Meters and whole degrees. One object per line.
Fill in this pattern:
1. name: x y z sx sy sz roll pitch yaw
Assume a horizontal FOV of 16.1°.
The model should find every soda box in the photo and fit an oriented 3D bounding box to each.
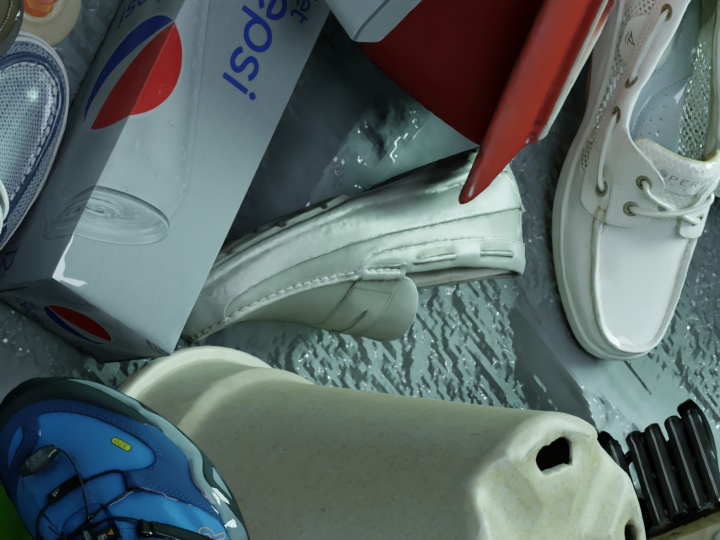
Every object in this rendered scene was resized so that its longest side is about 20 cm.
1. soda box: -0.081 -0.063 1.089 0.068 0.063 0.201 35 67 -28

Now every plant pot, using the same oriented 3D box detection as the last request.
1. plant pot: 0.008 0.126 1.033 0.200 0.183 0.201 9 79 -53

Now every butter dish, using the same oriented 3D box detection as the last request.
1. butter dish: 0.054 -0.167 1.136 0.147 0.200 0.200 25 40 4

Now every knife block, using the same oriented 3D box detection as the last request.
1. knife block: 0.165 0.163 1.186 0.176 0.064 0.201 4 64 -79

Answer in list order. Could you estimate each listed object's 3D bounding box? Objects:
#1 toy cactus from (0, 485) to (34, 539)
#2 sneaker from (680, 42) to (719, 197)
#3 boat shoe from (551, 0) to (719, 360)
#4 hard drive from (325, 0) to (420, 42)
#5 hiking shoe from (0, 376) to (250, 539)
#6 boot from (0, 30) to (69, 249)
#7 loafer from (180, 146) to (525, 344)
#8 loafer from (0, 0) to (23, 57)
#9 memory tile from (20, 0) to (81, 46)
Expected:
1. toy cactus: -0.195 0.166 0.988 0.200 0.102 0.165 -44 130 -32
2. sneaker: 0.221 -0.069 1.314 0.200 0.078 0.099 51 35 -14
3. boat shoe: 0.142 -0.051 1.228 0.071 0.069 0.201 1 99 -26
4. hard drive: -0.009 -0.214 1.060 0.027 0.132 0.200 -4 55 -55
5. hiking shoe: -0.076 0.118 0.932 0.200 0.074 0.087 52 12 16
6. boot: -0.163 -0.015 1.005 0.073 0.090 0.200 44 66 -28
7. loafer: 0.000 0.000 1.140 0.200 0.070 0.070 -21 90 -36
8. loafer: -0.214 -0.075 0.970 0.200 0.071 0.073 -40 89 -21
9. memory tile: -0.179 -0.196 1.058 0.153 0.017 0.201 6 83 -35
